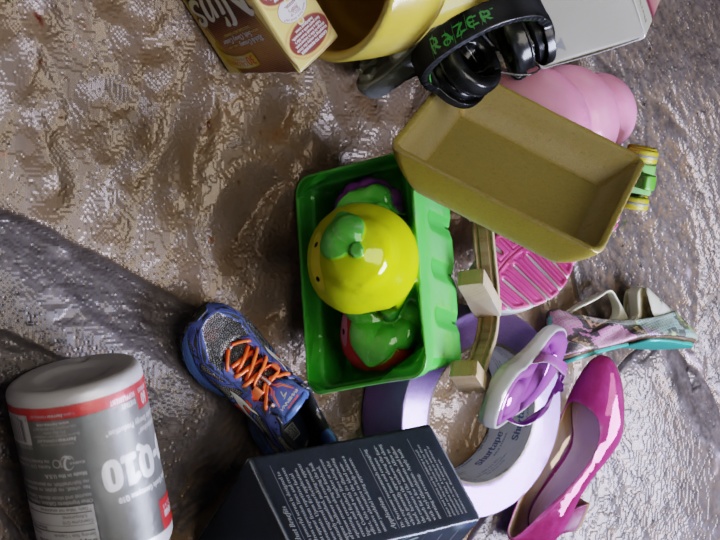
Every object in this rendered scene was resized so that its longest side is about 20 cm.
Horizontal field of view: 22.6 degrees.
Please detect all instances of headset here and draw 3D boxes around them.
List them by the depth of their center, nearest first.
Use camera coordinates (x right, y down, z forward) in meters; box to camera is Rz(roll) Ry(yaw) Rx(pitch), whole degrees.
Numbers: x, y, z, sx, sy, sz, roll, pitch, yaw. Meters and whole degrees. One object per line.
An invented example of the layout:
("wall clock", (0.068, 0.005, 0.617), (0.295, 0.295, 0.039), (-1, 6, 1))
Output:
("headset", (0.111, -0.205, 1.597), (0.094, 0.123, 0.200), (66, 16, 14))

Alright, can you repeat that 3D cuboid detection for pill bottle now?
("pill bottle", (-0.217, 0.179, 1.487), (0.113, 0.114, 0.201), (-19, 105, -33))

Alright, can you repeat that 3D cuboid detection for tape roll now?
("tape roll", (0.100, 0.135, 1.746), (0.199, 0.065, 0.201), (-3, 96, -36))

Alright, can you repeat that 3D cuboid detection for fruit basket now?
("fruit basket", (0.000, 0.000, 1.578), (0.215, 0.155, 0.217), (20, 65, -50))

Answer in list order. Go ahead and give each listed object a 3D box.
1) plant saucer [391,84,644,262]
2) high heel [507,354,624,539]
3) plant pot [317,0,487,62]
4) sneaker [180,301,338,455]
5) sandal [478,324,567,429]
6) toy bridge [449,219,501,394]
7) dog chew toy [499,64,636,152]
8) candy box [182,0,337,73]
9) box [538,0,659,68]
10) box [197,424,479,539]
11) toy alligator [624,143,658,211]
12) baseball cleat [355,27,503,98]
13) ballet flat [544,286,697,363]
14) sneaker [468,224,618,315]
("plant saucer", (0.135, -0.086, 1.590), (0.049, 0.199, 0.200), (-66, 173, 33))
("high heel", (0.202, 0.181, 1.812), (0.096, 0.067, 0.201), (-4, 119, -45))
("plant pot", (0.042, -0.290, 1.579), (0.188, 0.200, 0.202), (-11, 101, -36))
("sneaker", (-0.082, 0.102, 1.601), (0.075, 0.078, 0.200), (-53, 121, -21))
("sandal", (0.162, 0.109, 1.671), (0.202, 0.050, 0.083), (-30, 142, -61))
("toy bridge", (0.108, 0.022, 1.644), (0.067, 0.027, 0.201), (56, 34, -53))
("dog chew toy", (0.195, -0.145, 1.759), (0.199, 0.124, 0.125), (-16, 104, -42))
("candy box", (-0.115, -0.260, 1.518), (0.055, 0.115, 0.200), (-44, 118, -23))
("box", (0.217, -0.298, 1.710), (0.128, 0.108, 0.200), (66, 27, -22))
("box", (-0.023, 0.233, 1.596), (0.199, 0.149, 0.107), (-7, 56, -35))
("toy alligator", (0.265, -0.098, 1.811), (0.054, 0.200, 0.060), (11, 99, 5))
("baseball cleat", (0.082, -0.208, 1.697), (0.200, 0.070, 0.107), (-47, 118, -23))
("ballet flat", (0.271, 0.054, 1.869), (0.199, 0.069, 0.072), (-4, 82, -34))
("sneaker", (0.167, -0.012, 1.758), (0.200, 0.088, 0.082), (-34, 87, -36))
